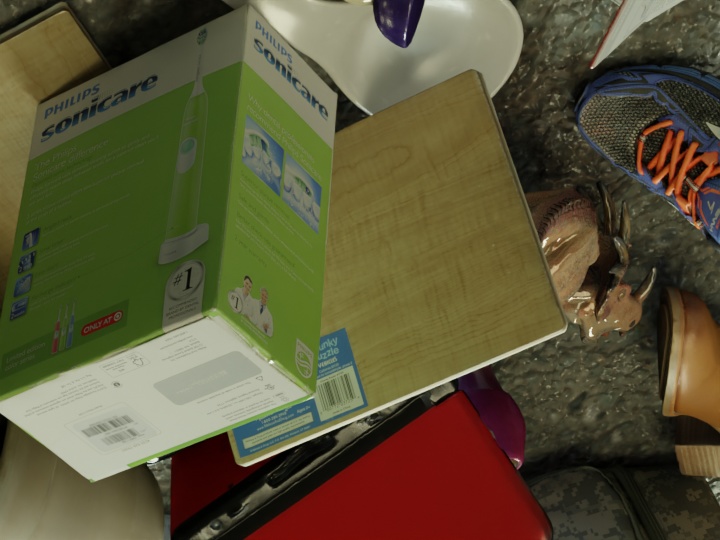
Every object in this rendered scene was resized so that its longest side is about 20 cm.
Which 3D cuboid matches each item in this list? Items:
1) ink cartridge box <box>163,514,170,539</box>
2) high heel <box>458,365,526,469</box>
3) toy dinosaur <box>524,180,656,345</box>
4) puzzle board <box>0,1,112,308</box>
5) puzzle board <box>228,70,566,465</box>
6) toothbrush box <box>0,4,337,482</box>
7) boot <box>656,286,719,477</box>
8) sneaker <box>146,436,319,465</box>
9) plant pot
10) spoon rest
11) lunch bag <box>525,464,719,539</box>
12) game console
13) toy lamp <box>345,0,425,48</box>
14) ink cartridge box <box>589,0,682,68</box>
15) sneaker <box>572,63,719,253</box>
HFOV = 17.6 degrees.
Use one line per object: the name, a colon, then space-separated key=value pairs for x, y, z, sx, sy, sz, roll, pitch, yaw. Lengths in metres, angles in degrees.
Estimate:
ink cartridge box: x=-0.187 y=0.236 z=1.516 sx=0.196 sy=0.047 sz=0.201 roll=10 pitch=124 yaw=-26
high heel: x=0.036 y=0.147 z=1.471 sx=0.067 sy=0.096 sz=0.200 roll=24 pitch=119 yaw=-33
toy dinosaur: x=0.109 y=-0.011 z=1.335 sx=0.135 sy=0.086 sz=0.200 roll=-19 pitch=166 yaw=-4
puzzle board: x=-0.180 y=-0.045 z=1.292 sx=0.150 sy=0.017 sz=0.200 roll=-26 pitch=132 yaw=8
puzzle board: x=0.000 y=0.000 z=1.255 sx=0.199 sy=0.152 sz=0.017 roll=-24 pitch=162 yaw=19
toothbrush box: x=-0.097 y=-0.014 z=1.175 sx=0.145 sy=0.201 sz=0.086 roll=-23 pitch=136 yaw=28
boot: x=0.268 y=0.070 z=1.462 sx=0.154 sy=0.077 sz=0.201 roll=-5 pitch=140 yaw=14
sneaker: x=-0.077 y=0.067 z=1.354 sx=0.075 sy=0.114 sz=0.200 roll=26 pitch=118 yaw=-33
plant pot: x=-0.209 y=0.130 z=1.326 sx=0.200 sy=0.201 sz=0.173 roll=-39 pitch=140 yaw=18
spoon rest: x=0.000 y=-0.132 z=1.243 sx=0.199 sy=0.061 sz=0.100 roll=20 pitch=122 yaw=-29
lunch bag: x=0.161 y=0.228 z=1.512 sx=0.166 sy=0.201 sz=0.140 roll=-1 pitch=130 yaw=-18
game console: x=-0.004 y=0.130 z=1.378 sx=0.199 sy=0.173 sz=0.119 roll=-35 pitch=115 yaw=14
toy lamp: x=-0.066 y=-0.160 z=1.155 sx=0.199 sy=0.058 sz=0.058 roll=14 pitch=130 yaw=7
ink cartridge box: x=0.174 y=-0.214 z=1.164 sx=0.176 sy=0.045 sz=0.201 roll=-35 pitch=156 yaw=-54
sneaker: x=0.208 y=-0.051 z=1.320 sx=0.199 sy=0.078 sz=0.076 roll=30 pitch=121 yaw=11
